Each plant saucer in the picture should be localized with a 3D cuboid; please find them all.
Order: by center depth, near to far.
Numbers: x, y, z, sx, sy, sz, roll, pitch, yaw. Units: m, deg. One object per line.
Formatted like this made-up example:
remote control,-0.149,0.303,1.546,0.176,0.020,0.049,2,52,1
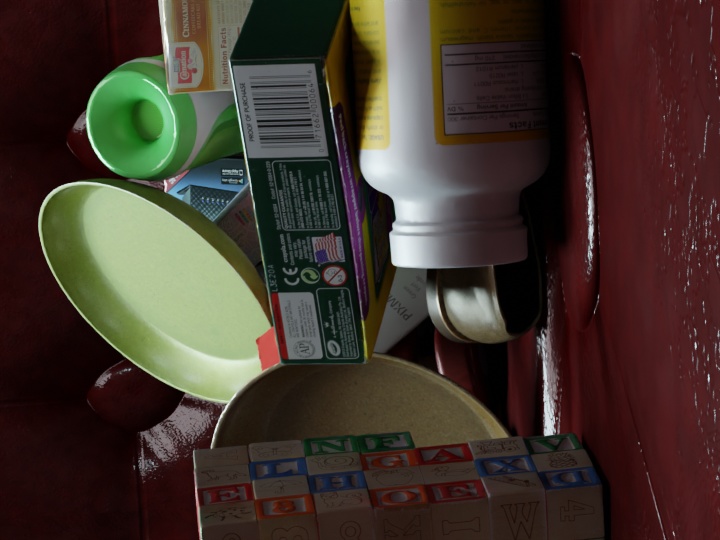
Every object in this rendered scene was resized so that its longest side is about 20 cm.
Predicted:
plant saucer,0.011,0.123,1.617,0.035,0.200,0.200,-63,-23,-55
plant saucer,-0.130,0.008,1.854,0.031,0.200,0.200,-50,-23,-32

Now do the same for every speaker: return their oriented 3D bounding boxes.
speaker,-0.105,-0.115,1.872,0.200,0.088,0.088,-25,-65,-61

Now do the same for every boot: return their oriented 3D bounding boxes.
boot,0.071,-0.058,1.530,0.075,0.074,0.200,-178,80,-67

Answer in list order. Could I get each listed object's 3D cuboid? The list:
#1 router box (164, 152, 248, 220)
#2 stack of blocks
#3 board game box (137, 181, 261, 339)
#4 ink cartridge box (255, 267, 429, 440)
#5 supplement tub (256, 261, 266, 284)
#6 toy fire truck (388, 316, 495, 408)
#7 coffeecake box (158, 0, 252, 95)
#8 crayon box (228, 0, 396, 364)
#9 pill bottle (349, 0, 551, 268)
router box,-0.056,-0.029,2.186,0.062,0.200,0.150,-67,-23,-66
stack of blocks,0.017,0.127,1.387,0.115,0.200,0.059,-108,13,-74
board game box,-0.049,-0.063,1.926,0.199,0.043,0.200,-44,4,48
ink cartridge box,0.000,0.000,1.691,0.050,0.200,0.161,46,-168,-22
supplement tub,-0.025,0.027,2.058,0.200,0.145,0.145,-66,-23,-66
toy fire truck,0.043,0.122,1.759,0.168,0.112,0.200,58,-156,-59
coffeecake box,-0.031,-0.174,1.776,0.154,0.200,0.073,-104,12,-69
crayon box,-0.018,-0.077,1.529,0.173,0.058,0.200,-75,-19,-54
pill bottle,0.048,-0.104,1.443,0.104,0.104,0.200,-136,43,-83
